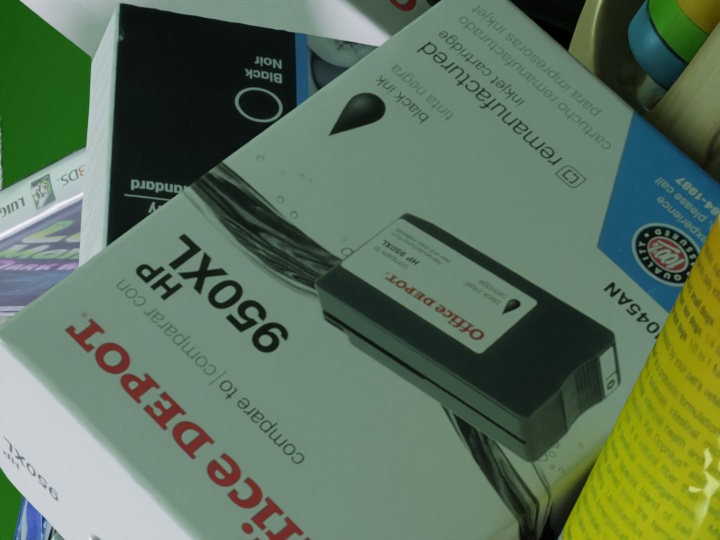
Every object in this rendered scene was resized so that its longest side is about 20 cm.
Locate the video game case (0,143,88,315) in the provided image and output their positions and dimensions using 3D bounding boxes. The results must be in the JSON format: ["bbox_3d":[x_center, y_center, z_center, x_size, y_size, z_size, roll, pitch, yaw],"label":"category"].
[{"bbox_3d":[-0.087,-0.017,1.087,0.182,0.200,0.023,-24,74,36],"label":"video game case"}]

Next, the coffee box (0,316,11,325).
[{"bbox_3d":[-0.122,0.031,1.319,0.200,0.113,0.080,142,140,-58],"label":"coffee box"}]

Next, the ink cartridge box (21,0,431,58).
[{"bbox_3d":[-0.024,-0.170,1.085,0.145,0.147,0.200,-36,21,55],"label":"ink cartridge box"}]

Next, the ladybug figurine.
[{"bbox_3d":[0.130,-0.085,0.817,0.200,0.072,0.136,-54,29,41],"label":"ladybug figurine"}]

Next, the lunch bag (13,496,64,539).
[{"bbox_3d":[-0.066,0.089,1.063,0.076,0.160,0.200,-36,43,58],"label":"lunch bag"}]

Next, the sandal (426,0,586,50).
[{"bbox_3d":[0.052,-0.114,0.898,0.048,0.200,0.075,-29,17,32],"label":"sandal"}]

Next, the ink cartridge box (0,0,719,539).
[{"bbox_3d":[0.010,0.028,0.759,0.200,0.145,0.084,-38,-20,-24],"label":"ink cartridge box"}]

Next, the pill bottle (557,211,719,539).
[{"bbox_3d":[0.125,0.048,0.676,0.200,0.109,0.109,-66,22,19],"label":"pill bottle"}]

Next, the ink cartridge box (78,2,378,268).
[{"bbox_3d":[0.000,0.000,0.909,0.043,0.198,0.200,113,161,-48],"label":"ink cartridge box"}]
